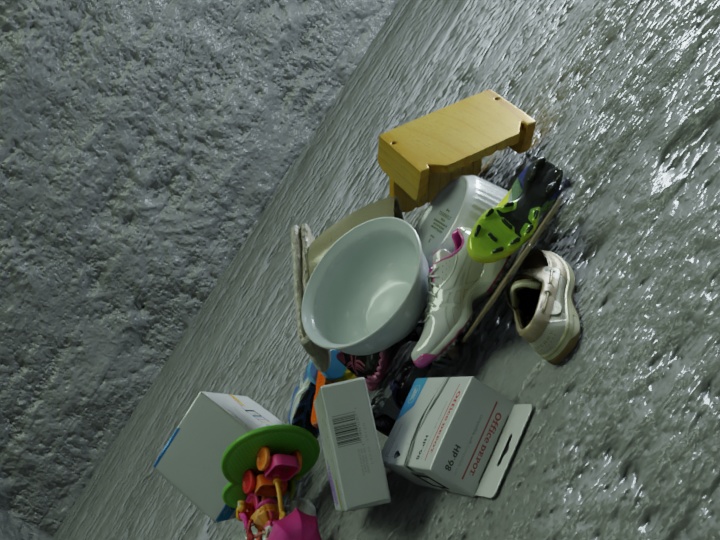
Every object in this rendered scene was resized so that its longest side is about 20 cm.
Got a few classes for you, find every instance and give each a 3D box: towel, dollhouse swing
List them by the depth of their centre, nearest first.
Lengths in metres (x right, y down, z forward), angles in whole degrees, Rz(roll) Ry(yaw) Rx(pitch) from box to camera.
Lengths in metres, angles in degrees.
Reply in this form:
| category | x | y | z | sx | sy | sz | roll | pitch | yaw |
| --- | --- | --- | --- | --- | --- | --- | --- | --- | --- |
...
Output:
| category | x | y | z | sx | sy | sz | roll | pitch | yaw |
| --- | --- | --- | --- | --- | --- | --- | --- | --- | --- |
| dollhouse swing | 0.146 | -0.147 | 1.575 | 0.197 | 0.178 | 0.182 | -23 | 39 | -17 |
| towel | -0.077 | 0.041 | 1.587 | 0.133 | 0.034 | 0.204 | 64 | -161 | -64 |

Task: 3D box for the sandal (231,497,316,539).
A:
| category | x | y | z | sx | sy | sz | roll | pitch | yaw |
| --- | --- | --- | --- | --- | --- | --- | --- | --- | --- |
| sandal | -0.135 | 0.418 | 1.562 | 0.201 | 0.050 | 0.083 | -36 | 35 | 26 |

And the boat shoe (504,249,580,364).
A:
| category | x | y | z | sx | sy | sz | roll | pitch | yaw |
| --- | --- | --- | --- | --- | --- | --- | --- | --- | --- |
| boat shoe | 0.201 | 0.026 | 1.177 | 0.072 | 0.064 | 0.201 | -50 | 16 | 26 |

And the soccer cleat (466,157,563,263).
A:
| category | x | y | z | sx | sy | sz | roll | pitch | yaw |
| --- | --- | --- | --- | --- | --- | --- | --- | --- | --- |
| soccer cleat | 0.196 | -0.064 | 1.324 | 0.200 | 0.064 | 0.084 | -47 | -11 | -35 |

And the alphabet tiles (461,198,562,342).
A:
| category | x | y | z | sx | sy | sz | roll | pitch | yaw |
| --- | --- | --- | --- | --- | --- | --- | --- | --- | --- |
| alphabet tiles | 0.182 | 0.001 | 1.253 | 0.167 | 0.006 | 0.201 | -52 | -7 | -27 |

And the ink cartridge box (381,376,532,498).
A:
| category | x | y | z | sx | sy | sz | roll | pitch | yaw |
| --- | --- | --- | --- | --- | --- | --- | --- | --- | --- |
| ink cartridge box | 0.104 | 0.186 | 1.179 | 0.117 | 0.066 | 0.199 | -63 | 15 | -16 |

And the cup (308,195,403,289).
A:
| category | x | y | z | sx | sy | sz | roll | pitch | yaw |
| --- | --- | --- | --- | --- | --- | --- | --- | --- | --- |
| cup | 0.000 | 0.000 | 1.550 | 0.140 | 0.204 | 0.201 | -8 | 29 | 7 |

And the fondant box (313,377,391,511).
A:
| category | x | y | z | sx | sy | sz | roll | pitch | yaw |
| --- | --- | --- | --- | --- | --- | --- | --- | --- | --- |
| fondant box | -0.014 | 0.219 | 1.277 | 0.200 | 0.057 | 0.147 | 107 | 151 | -77 |

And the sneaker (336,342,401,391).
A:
| category | x | y | z | sx | sy | sz | roll | pitch | yaw |
| --- | --- | --- | --- | --- | --- | --- | --- | --- | --- |
| sneaker | 0.006 | 0.112 | 1.508 | 0.079 | 0.095 | 0.201 | -52 | -6 | -23 |

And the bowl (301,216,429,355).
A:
| category | x | y | z | sx | sy | sz | roll | pitch | yaw |
| --- | --- | --- | --- | --- | --- | --- | --- | --- | --- |
| bowl | 0.023 | 0.036 | 1.386 | 0.199 | 0.090 | 0.204 | -26 | 44 | 27 |

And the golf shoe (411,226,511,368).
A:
| category | x | y | z | sx | sy | sz | roll | pitch | yaw |
| --- | --- | --- | --- | --- | --- | --- | --- | --- | --- |
| golf shoe | 0.110 | 0.032 | 1.315 | 0.201 | 0.091 | 0.075 | -54 | 3 | -24 |

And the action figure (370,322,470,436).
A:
| category | x | y | z | sx | sy | sz | roll | pitch | yaw |
| --- | --- | --- | --- | --- | --- | --- | --- | --- | --- |
| action figure | 0.078 | 0.126 | 1.388 | 0.202 | 0.069 | 0.130 | -55 | 10 | 4 |

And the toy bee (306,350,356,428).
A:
| category | x | y | z | sx | sy | sz | roll | pitch | yaw |
| --- | --- | --- | --- | --- | --- | --- | --- | --- | --- |
| toy bee | -0.025 | 0.151 | 1.657 | 0.130 | 0.107 | 0.205 | -169 | 86 | -66 |

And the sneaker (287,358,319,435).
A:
| category | x | y | z | sx | sy | sz | roll | pitch | yaw |
| --- | --- | --- | --- | --- | --- | --- | --- | --- | --- |
| sneaker | -0.072 | 0.182 | 1.754 | 0.202 | 0.075 | 0.077 | -61 | 19 | -11 |

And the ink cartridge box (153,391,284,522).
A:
| category | x | y | z | sx | sy | sz | roll | pitch | yaw |
| --- | --- | --- | --- | --- | --- | --- | --- | --- | --- |
| ink cartridge box | -0.209 | 0.301 | 1.687 | 0.149 | 0.144 | 0.200 | -56 | -18 | 1 |

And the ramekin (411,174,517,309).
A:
| category | x | y | z | sx | sy | sz | roll | pitch | yaw |
| --- | --- | --- | --- | --- | --- | --- | --- | --- | --- |
| ramekin | 0.140 | -0.041 | 1.457 | 0.204 | 0.093 | 0.203 | -53 | 16 | 22 |

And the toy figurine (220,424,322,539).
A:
| category | x | y | z | sx | sy | sz | roll | pitch | yaw |
| --- | --- | --- | --- | --- | --- | --- | --- | --- | --- |
| toy figurine | -0.124 | 0.355 | 1.467 | 0.201 | 0.148 | 0.186 | -55 | 36 | 34 |
